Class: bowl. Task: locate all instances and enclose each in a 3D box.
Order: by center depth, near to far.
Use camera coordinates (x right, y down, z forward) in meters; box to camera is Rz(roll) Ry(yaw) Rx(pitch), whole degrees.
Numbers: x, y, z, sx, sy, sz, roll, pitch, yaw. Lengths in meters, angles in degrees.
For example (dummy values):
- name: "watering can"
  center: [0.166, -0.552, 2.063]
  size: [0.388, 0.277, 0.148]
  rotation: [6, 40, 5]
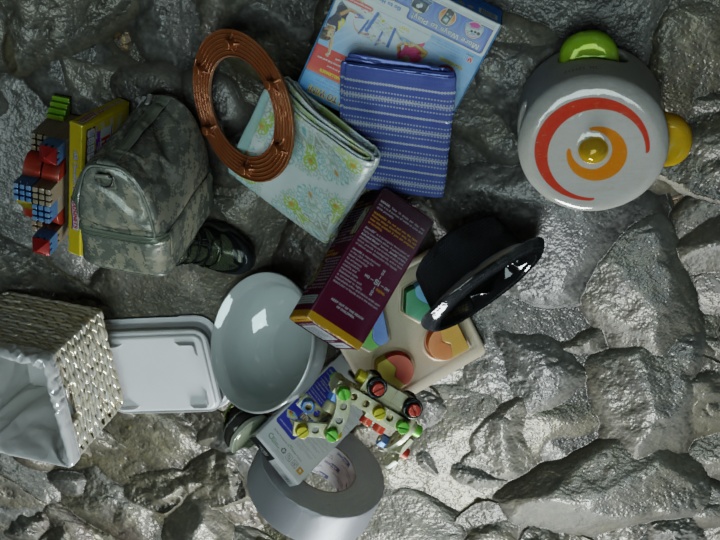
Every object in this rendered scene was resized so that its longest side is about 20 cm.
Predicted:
- name: "bowl"
  center: [-0.115, 0.107, 1.683]
  size: [0.201, 0.202, 0.090]
  rotation: [-41, 149, 27]

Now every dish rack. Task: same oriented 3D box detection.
- name: "dish rack"
  center: [-0.308, 0.153, 1.796]
  size: [0.199, 0.044, 0.172]
  rotation: [-2, 121, 11]

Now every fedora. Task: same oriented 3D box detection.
- name: "fedora"
  center: [0.147, -0.007, 1.581]
  size: [0.201, 0.200, 0.092]
  rotation: [-45, 73, 28]

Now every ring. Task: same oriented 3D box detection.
- name: "ring"
  center: [-0.156, -0.207, 1.499]
  size: [0.200, 0.019, 0.201]
  rotation: [25, 127, 39]

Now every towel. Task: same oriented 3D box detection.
- name: "towel"
  center: [0.044, -0.181, 1.485]
  size: [0.144, 0.024, 0.201]
  rotation: [9, 135, 6]
- name: "towel"
  center: [-0.076, -0.140, 1.531]
  size: [0.171, 0.048, 0.200]
  rotation: [39, 142, 3]

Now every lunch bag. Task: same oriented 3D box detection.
- name: "lunch bag"
  center: [-0.282, -0.117, 1.535]
  size: [0.139, 0.200, 0.168]
  rotation: [13, 130, 13]

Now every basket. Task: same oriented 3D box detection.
- name: "basket"
  center: [-0.478, 0.155, 1.729]
  size: [0.199, 0.161, 0.199]
  rotation: [9, 124, 23]

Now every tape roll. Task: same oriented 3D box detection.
- name: "tape roll"
  center: [-0.067, 0.315, 1.763]
  size: [0.199, 0.201, 0.066]
  rotation: [22, 121, -5]

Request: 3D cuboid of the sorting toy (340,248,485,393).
- name: "sorting toy"
  center: [0.066, 0.092, 1.665]
  size: [0.185, 0.036, 0.200]
  rotation: [-30, 117, -2]

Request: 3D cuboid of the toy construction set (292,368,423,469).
- name: "toy construction set"
  center: [0.010, 0.210, 1.643]
  size: [0.200, 0.092, 0.131]
  rotation: [31, 95, -32]

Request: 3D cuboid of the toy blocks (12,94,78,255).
- name: "toy blocks"
  center: [-0.419, -0.117, 1.590]
  size: [0.099, 0.137, 0.201]
  rotation: [13, 122, 6]

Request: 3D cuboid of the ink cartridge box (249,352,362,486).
- name: "ink cartridge box"
  center: [-0.062, 0.214, 1.717]
  size: [0.095, 0.200, 0.037]
  rotation: [51, 150, -6]

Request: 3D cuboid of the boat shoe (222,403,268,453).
- name: "boat shoe"
  center: [-0.176, 0.225, 1.739]
  size: [0.072, 0.201, 0.061]
  rotation: [-43, 81, -4]

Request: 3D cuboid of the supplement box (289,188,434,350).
- name: "supplement box"
  center: [0.000, 0.000, 1.556]
  size: [0.085, 0.110, 0.201]
  rotation: [33, 79, -12]

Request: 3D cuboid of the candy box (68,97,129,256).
- name: "candy box"
  center: [-0.356, -0.127, 1.599]
  size: [0.026, 0.102, 0.201]
  rotation: [21, 124, 17]

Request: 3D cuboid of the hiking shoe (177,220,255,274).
- name: "hiking shoe"
  center: [-0.247, -0.029, 1.641]
  size: [0.199, 0.101, 0.076]
  rotation: [19, 123, -3]

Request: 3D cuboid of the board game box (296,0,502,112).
- name: "board game box"
  center: [0.046, -0.276, 1.473]
  size: [0.199, 0.056, 0.196]
  rotation: [25, 122, -6]

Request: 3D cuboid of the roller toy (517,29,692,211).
- name: "roller toy"
  center: [0.287, -0.172, 1.449]
  size: [0.200, 0.140, 0.182]
  rotation: [39, 119, -15]
